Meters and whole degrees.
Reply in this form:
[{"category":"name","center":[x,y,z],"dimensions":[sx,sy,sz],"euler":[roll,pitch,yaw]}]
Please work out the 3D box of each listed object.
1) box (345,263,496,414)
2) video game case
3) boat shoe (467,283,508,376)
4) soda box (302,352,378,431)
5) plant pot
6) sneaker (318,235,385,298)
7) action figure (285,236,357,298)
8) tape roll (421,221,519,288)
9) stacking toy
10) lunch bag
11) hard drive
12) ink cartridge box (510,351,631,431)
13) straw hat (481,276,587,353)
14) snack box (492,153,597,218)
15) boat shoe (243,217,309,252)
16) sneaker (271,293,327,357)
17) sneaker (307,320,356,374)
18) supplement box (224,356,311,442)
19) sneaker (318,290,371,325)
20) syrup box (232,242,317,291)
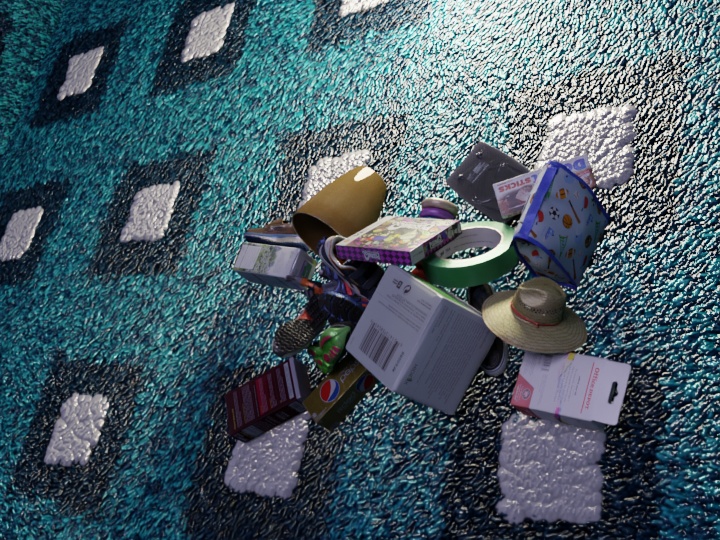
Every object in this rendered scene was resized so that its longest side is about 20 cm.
[{"category":"box","center":[0.118,0.130,1.558],"dimensions":[0.202,0.170,0.199],"euler":[-61,34,4]},{"category":"video game case","center":[0.079,-0.064,1.661],"dimensions":[0.198,0.036,0.181],"euler":[7,27,41]},{"category":"boat shoe","center":[0.244,0.109,1.600],"dimensions":[0.068,0.057,0.202],"euler":[-21,54,24]},{"category":"soda box","center":[-0.026,0.239,1.712],"dimensions":[0.200,0.064,0.068],"euler":[-47,48,3]},{"category":"plant pot","center":[-0.030,-0.139,1.875],"dimensions":[0.185,0.187,0.201],"euler":[16,60,40]},{"category":"sneaker","center":[0.000,0.000,1.747],"dimensions":[0.079,0.199,0.079],"euler":[-57,5,-24]},{"category":"action figure","center":[-0.071,0.025,1.839],"dimensions":[0.191,0.104,0.203],"euler":[-9,90,24]},{"category":"tape roll","center":[0.220,-0.035,1.635],"dimensions":[0.198,0.049,0.201],"euler":[-13,26,7]},{"category":"stacking toy","center":[0.152,-0.050,1.752],"dimensions":[0.084,0.085,0.203],"euler":[5,75,37]},{"category":"lunch bag","center":[0.365,-0.088,1.532],"dimensions":[0.123,0.200,0.172],"euler":[16,75,39]},{"category":"hard drive","center":[0.288,-0.185,1.747],"dimensions":[0.135,0.042,0.200],"euler":[-49,49,2]},{"category":"ink cartridge box","center":[0.381,0.212,1.438],"dimensions":[0.198,0.067,0.118],"euler":[7,69,39]},{"category":"straw hat","center":[0.327,0.059,1.478],"dimensions":[0.198,0.086,0.202],"euler":[6,35,-4]},{"category":"snack box","center":[0.374,-0.171,1.650],"dimensions":[0.197,0.024,0.073],"euler":[-18,75,11]},{"category":"boat shoe","center":[-0.201,-0.090,2.027],"dimensions":[0.197,0.072,0.073],"euler":[7,64,27]},{"category":"sneaker","center":[-0.125,0.138,1.728],"dimensions":[0.070,0.094,0.200],"euler":[29,43,11]},{"category":"sneaker","center":[-0.052,0.157,1.682],"dimensions":[0.083,0.200,0.077],"euler":[-31,85,-26]},{"category":"supplement box","center":[-0.206,0.291,1.811],"dimensions":[0.198,0.061,0.110],"euler":[-29,50,17]},{"category":"sneaker","center":[0.004,0.090,1.725],"dimensions":[0.079,0.198,0.076],"euler":[-78,9,-65]},{"category":"syrup box","center":[-0.209,-0.011,1.973],"dimensions":[0.198,0.081,0.080],"euler":[8,69,37]}]
